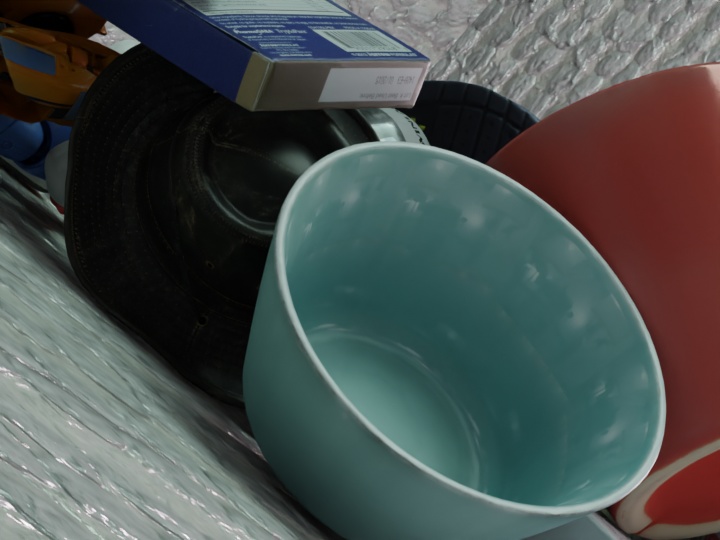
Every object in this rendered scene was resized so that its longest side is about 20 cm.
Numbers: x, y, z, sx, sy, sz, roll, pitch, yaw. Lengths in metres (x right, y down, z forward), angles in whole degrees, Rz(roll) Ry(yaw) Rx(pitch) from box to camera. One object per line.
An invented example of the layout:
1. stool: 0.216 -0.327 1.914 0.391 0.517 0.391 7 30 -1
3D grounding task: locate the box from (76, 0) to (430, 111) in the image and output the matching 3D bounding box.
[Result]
1. box: -0.076 -0.133 1.252 0.200 0.032 0.121 35 25 32

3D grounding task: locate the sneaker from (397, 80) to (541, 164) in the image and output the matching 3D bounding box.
1. sneaker: 0.044 -0.069 1.461 0.200 0.074 0.082 21 -3 33

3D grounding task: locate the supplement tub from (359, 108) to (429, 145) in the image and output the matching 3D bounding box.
1. supplement tub: 0.000 0.000 1.367 0.123 0.122 0.201 37 30 -78

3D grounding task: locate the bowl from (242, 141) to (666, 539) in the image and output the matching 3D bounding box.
1. bowl: 0.026 0.051 1.159 0.200 0.105 0.201 21 44 -22

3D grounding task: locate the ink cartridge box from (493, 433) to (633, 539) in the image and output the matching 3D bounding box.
1. ink cartridge box: 0.107 0.166 1.282 0.146 0.084 0.200 43 2 43

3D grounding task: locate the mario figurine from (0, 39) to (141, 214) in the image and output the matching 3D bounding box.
1. mario figurine: -0.139 -0.082 1.367 0.106 0.124 0.200 4 -20 41

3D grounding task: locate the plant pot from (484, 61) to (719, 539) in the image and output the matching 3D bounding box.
1. plant pot: 0.164 0.024 1.271 0.200 0.200 0.178 40 28 -62

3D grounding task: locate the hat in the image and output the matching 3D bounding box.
1. hat: -0.039 -0.034 1.234 0.201 0.201 0.081 42 -33 -14

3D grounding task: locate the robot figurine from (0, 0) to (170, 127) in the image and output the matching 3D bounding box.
1. robot figurine: -0.194 -0.134 1.251 0.200 0.058 0.145 16 41 -39

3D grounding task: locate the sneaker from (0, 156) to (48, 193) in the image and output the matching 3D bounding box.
1. sneaker: -0.211 -0.131 1.414 0.200 0.092 0.076 41 1 -44

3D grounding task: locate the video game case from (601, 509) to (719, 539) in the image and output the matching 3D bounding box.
1. video game case: 0.186 0.192 1.385 0.182 0.023 0.200 53 -26 30
